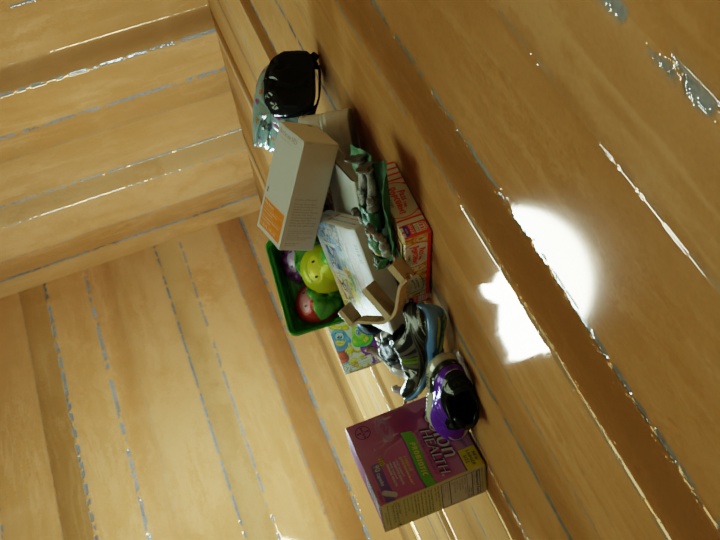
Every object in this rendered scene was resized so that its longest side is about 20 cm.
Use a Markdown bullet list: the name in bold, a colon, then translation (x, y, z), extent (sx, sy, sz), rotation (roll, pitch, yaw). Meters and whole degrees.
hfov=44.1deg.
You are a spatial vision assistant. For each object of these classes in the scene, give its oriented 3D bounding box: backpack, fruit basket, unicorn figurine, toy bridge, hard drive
- **backpack**: translation (-0.148, -0.316, 1.736), extent (0.200, 0.126, 0.167), rotation (112, 169, -61)
- **fruit basket**: translation (-0.089, 0.012, 1.712), extent (0.216, 0.155, 0.216), rotation (163, 90, -88)
- **unicorn figurine**: translation (0.073, 0.187, 1.757), extent (0.137, 0.074, 0.200), rotation (39, -156, 5)
- **toy bridge**: translation (0.034, 0.049, 1.434), extent (0.067, 0.027, 0.200), rotation (50, 142, 2)
- **hard drive**: translation (-0.015, -0.106, 1.555), extent (0.132, 0.027, 0.200), rotation (51, 158, 47)

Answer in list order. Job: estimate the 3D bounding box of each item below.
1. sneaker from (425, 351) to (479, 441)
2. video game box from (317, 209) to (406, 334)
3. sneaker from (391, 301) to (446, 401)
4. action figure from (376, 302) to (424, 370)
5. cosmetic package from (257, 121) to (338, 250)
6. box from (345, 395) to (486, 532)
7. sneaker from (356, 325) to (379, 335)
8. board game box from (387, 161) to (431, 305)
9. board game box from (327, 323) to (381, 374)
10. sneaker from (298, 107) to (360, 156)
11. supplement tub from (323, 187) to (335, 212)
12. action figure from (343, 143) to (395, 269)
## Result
- **sneaker**: translation (0.156, 0.233, 1.452), extent (0.100, 0.070, 0.200), rotation (54, 163, 45)
- **video game box**: translation (0.000, 0.000, 1.534), extent (0.182, 0.047, 0.200), rotation (17, 131, 61)
- **sneaker**: translation (0.091, 0.131, 1.469), extent (0.083, 0.071, 0.200), rotation (21, 129, 21)
- **action figure**: translation (0.068, 0.110, 1.626), extent (0.193, 0.105, 0.200), rotation (129, 120, -69)
- **cosmetic package**: translation (-0.110, -0.145, 1.535), extent (0.101, 0.071, 0.200), rotation (44, 126, 49)
- **box**: translation (0.099, 0.339, 1.597), extent (0.097, 0.200, 0.176), rotation (80, 167, -46)
- **sneaker**: translation (-0.004, 0.039, 1.809), extent (0.200, 0.079, 0.089), rotation (64, 175, -2)
- **board game box**: translation (0.064, -0.055, 1.449), extent (0.200, 0.046, 0.152), rotation (85, 163, -58)
- **board game box**: translation (-0.004, 0.109, 1.925), extent (0.105, 0.103, 0.200), rotation (-6, -107, -63)
- **sneaker**: translation (-0.058, -0.196, 1.618), extent (0.074, 0.115, 0.200), rotation (-74, -23, -59)
- **supplement tub**: translation (-0.085, -0.156, 1.709), extent (0.200, 0.107, 0.107), rotation (-76, -22, -51)
- **action figure**: translation (0.019, -0.083, 1.364), extent (0.118, 0.055, 0.200), rotation (-129, 20, -52)
